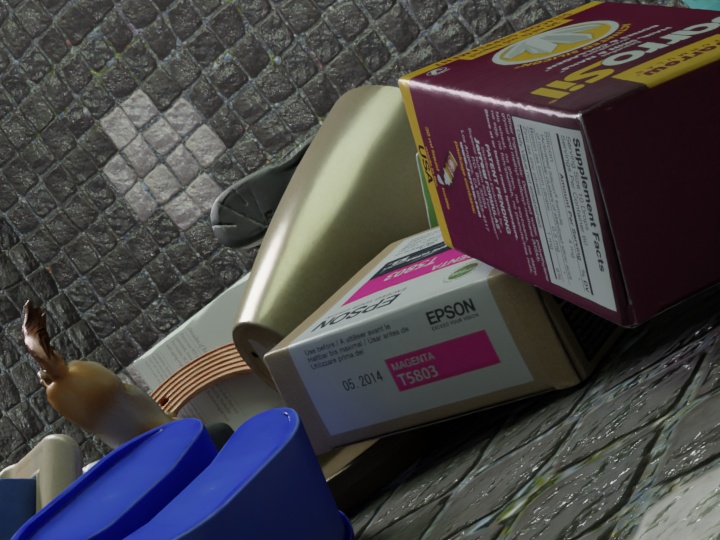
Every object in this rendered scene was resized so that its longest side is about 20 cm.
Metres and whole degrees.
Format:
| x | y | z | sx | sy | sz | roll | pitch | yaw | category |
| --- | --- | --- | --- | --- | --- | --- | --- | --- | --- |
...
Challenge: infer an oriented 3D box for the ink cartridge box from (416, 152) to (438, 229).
| x | y | z | sx | sy | sz | roll | pitch | yaw | category |
| --- | --- | --- | --- | --- | --- | --- | --- | --- | --- |
| 0.098 | -0.059 | 1.007 | 0.059 | 0.200 | 0.104 | 21 | 48 | 40 | ink cartridge box |

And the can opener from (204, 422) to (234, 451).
| x | y | z | sx | sy | sz | roll | pitch | yaw | category |
| --- | --- | --- | --- | --- | --- | --- | --- | --- | --- |
| -0.049 | 0.101 | 0.961 | 0.200 | 0.067 | 0.053 | -34 | 1 | -27 | can opener |

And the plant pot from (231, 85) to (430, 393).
| x | y | z | sx | sy | sz | roll | pitch | yaw | category |
| --- | --- | --- | --- | --- | --- | --- | --- | --- | --- |
| 0.000 | 0.000 | 1.098 | 0.200 | 0.187 | 0.187 | -53 | 9 | -27 | plant pot |

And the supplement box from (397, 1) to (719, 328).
| x | y | z | sx | sy | sz | roll | pitch | yaw | category |
| --- | --- | --- | --- | --- | --- | --- | --- | --- | --- |
| 0.122 | -0.061 | 0.728 | 0.131 | 0.103 | 0.200 | -22 | 19 | -17 | supplement box |

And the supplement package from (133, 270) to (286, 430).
| x | y | z | sx | sy | sz | roll | pitch | yaw | category |
| --- | --- | --- | --- | --- | --- | --- | --- | --- | --- |
| -0.065 | 0.076 | 1.249 | 0.200 | 0.117 | 0.117 | -38 | -29 | -3 | supplement package |

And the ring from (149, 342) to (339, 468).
| x | y | z | sx | sy | sz | roll | pitch | yaw | category |
| --- | --- | --- | --- | --- | --- | --- | --- | --- | --- |
| -0.098 | 0.131 | 1.125 | 0.200 | 0.019 | 0.201 | -16 | 41 | 14 | ring |

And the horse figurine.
| x | y | z | sx | sy | sz | roll | pitch | yaw | category |
| --- | --- | --- | --- | --- | --- | --- | --- | --- | --- |
| -0.161 | 0.098 | 1.028 | 0.050 | 0.200 | 0.133 | -56 | 9 | -6 | horse figurine |

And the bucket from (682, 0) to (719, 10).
| x | y | z | sx | sy | sz | roll | pitch | yaw | category |
| --- | --- | --- | --- | --- | --- | --- | --- | --- | --- |
| 0.351 | -0.229 | 1.133 | 0.207 | 0.135 | 0.207 | -38 | 3 | 3 | bucket |

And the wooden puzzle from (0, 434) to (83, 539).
| x | y | z | sx | sy | sz | roll | pitch | yaw | category |
| --- | --- | --- | --- | --- | --- | --- | --- | --- | --- |
| -0.238 | 0.216 | 1.022 | 0.046 | 0.186 | 0.200 | 5 | -15 | -24 | wooden puzzle |

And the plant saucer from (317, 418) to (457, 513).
| x | y | z | sx | sy | sz | roll | pitch | yaw | category |
| --- | --- | --- | --- | --- | --- | --- | --- | --- | --- |
| 0.002 | 0.114 | 0.978 | 0.200 | 0.029 | 0.200 | -37 | 4 | 3 | plant saucer |

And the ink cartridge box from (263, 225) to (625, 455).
| x | y | z | sx | sy | sz | roll | pitch | yaw | category |
| --- | --- | --- | --- | --- | --- | --- | --- | --- | --- |
| 0.067 | 0.021 | 0.883 | 0.200 | 0.075 | 0.165 | -20 | 13 | 37 | ink cartridge box |

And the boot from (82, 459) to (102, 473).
| x | y | z | sx | sy | sz | roll | pitch | yaw | category |
| --- | --- | --- | --- | --- | --- | --- | --- | --- | --- |
| -0.178 | 0.220 | 1.035 | 0.073 | 0.096 | 0.200 | -8 | -35 | -22 | boot |

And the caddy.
| x | y | z | sx | sy | sz | roll | pitch | yaw | category |
| --- | --- | --- | --- | --- | --- | --- | --- | --- | --- |
| -0.089 | 0.155 | 0.775 | 0.141 | 0.105 | 0.200 | -8 | 18 | 30 | caddy |

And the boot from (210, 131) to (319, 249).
| x | y | z | sx | sy | sz | roll | pitch | yaw | category |
| --- | --- | --- | --- | --- | --- | --- | --- | --- | --- |
| -0.015 | -0.065 | 1.307 | 0.203 | 0.074 | 0.154 | -24 | -16 | 14 | boot |
